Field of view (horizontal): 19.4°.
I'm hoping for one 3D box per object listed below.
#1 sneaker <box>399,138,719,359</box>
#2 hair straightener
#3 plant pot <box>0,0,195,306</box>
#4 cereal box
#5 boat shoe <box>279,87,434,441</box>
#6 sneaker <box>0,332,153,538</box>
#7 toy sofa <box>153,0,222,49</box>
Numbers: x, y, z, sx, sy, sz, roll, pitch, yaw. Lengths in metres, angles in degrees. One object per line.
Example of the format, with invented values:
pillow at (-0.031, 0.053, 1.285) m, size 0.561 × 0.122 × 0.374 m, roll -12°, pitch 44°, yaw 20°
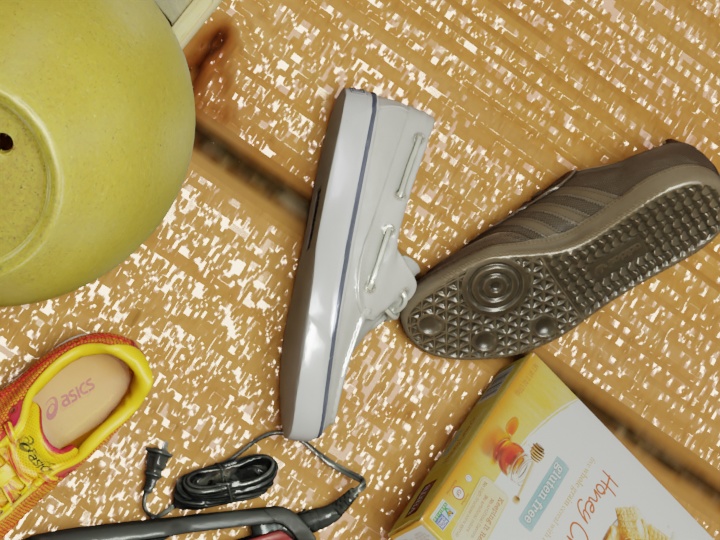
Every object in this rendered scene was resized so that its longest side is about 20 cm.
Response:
sneaker at (0.115, -0.013, 1.216) m, size 0.199 × 0.076 × 0.071 m, roll -23°, pitch 119°, yaw 5°
hair straightener at (-0.093, 0.130, 1.159) m, size 0.199 × 0.041 × 0.077 m, roll -13°, pitch 91°, yaw -15°
plant pot at (-0.188, -0.062, 1.054) m, size 0.199 × 0.142 × 0.201 m, roll 0°, pitch 108°, yaw 1°
cereal box at (0.125, 0.164, 1.191) m, size 0.200 × 0.040 × 0.144 m, roll 44°, pitch 50°, yaw -9°
boat shoe at (0.000, 0.000, 1.179) m, size 0.065 × 0.072 × 0.201 m, roll 12°, pitch 76°, yaw -10°
sneaker at (-0.195, 0.102, 1.115) m, size 0.073 × 0.077 × 0.200 m, roll 46°, pitch 79°, yaw -11°
toy sofa at (-0.173, -0.184, 1.140) m, size 0.200 × 0.098 × 0.083 m, roll 38°, pitch 103°, yaw -11°
